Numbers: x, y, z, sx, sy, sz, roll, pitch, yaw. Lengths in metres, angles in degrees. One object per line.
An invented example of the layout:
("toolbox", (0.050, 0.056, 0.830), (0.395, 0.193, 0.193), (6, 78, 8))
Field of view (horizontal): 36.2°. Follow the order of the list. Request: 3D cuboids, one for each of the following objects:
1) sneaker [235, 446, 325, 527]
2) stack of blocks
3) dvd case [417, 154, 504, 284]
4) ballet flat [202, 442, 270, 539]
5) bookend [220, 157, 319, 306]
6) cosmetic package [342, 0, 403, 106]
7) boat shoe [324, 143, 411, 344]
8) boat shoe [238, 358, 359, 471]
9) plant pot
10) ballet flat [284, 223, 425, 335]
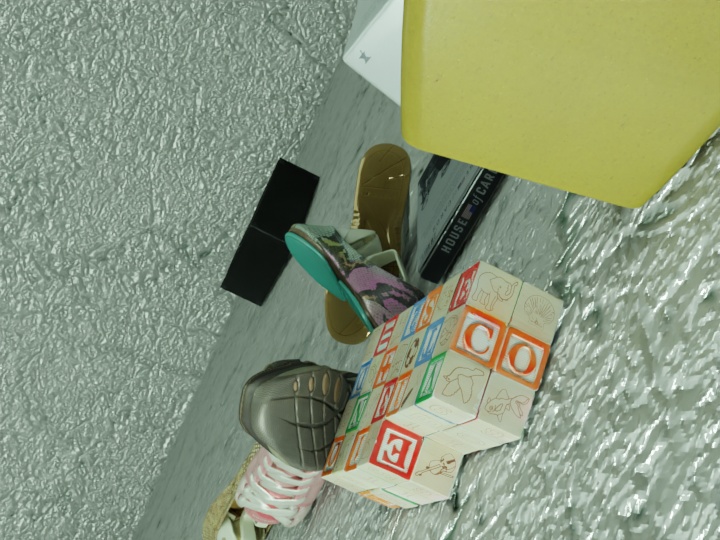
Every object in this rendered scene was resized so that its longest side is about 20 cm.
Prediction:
("sneaker", (-0.060, 0.177, 0.970), (0.106, 0.075, 0.200), (-63, 1, -14))
("stack of blocks", (0.045, 0.081, 0.697), (0.116, 0.058, 0.200), (-69, 10, -21))
("dvd case", (0.093, -0.096, 0.966), (0.151, 0.024, 0.201), (-61, 11, 25))
("ballet flat", (-0.113, 0.247, 1.130), (0.066, 0.070, 0.201), (-103, 33, -51))
("bookend", (-0.177, -0.074, 2.148), (0.201, 0.091, 0.200), (-57, 11, 45))
("cosmetic package", (0.095, -0.261, 0.981), (0.200, 0.122, 0.201), (-47, 16, 28))
("boat shoe", (0.017, -0.021, 1.098), (0.069, 0.070, 0.203), (45, -121, -73))
("boat shoe", (-0.042, 0.103, 0.807), (0.200, 0.072, 0.076), (24, -102, -65))
("plant pot", (0.109, -0.153, 0.580), (0.201, 0.197, 0.178), (-82, 8, -59))
("ballet flat", (0.000, 0.000, 1.006), (0.071, 0.070, 0.200), (-34, 36, -10))
